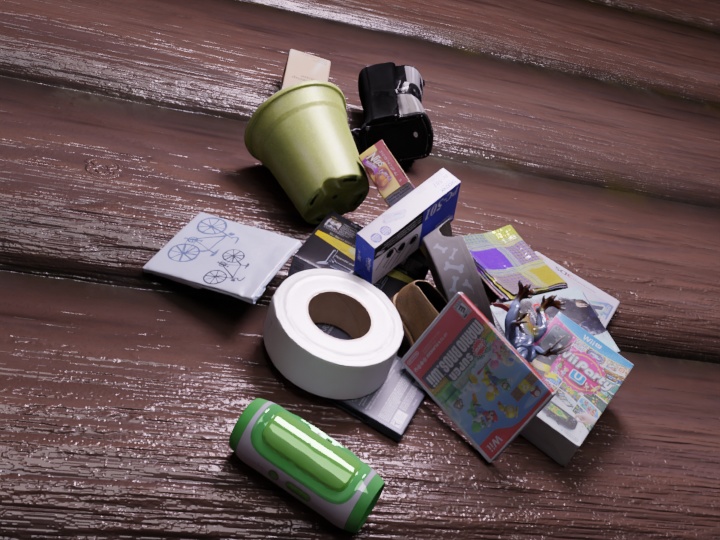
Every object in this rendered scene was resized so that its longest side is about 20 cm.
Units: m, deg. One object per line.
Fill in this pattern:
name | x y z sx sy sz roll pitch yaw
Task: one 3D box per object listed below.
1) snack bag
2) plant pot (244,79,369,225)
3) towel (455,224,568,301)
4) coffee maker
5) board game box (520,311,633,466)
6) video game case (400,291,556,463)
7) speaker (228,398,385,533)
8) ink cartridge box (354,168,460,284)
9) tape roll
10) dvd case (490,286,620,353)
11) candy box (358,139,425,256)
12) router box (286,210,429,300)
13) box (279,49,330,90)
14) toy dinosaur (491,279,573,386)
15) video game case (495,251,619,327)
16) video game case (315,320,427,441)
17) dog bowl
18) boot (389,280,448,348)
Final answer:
snack bag | -0.208 -0.022 1.516 0.196 0.022 0.189 15 34 15
plant pot | -0.078 -0.190 1.697 0.197 0.201 0.186 -10 59 -34
towel | 0.265 -0.014 1.739 0.141 0.023 0.201 -9 39 -25
coffee maker | 0.042 -0.315 1.928 0.188 0.136 0.202 9 39 -14
board game box | 0.307 0.178 1.499 0.146 0.065 0.200 35 49 15
video game case | 0.165 0.153 1.406 0.200 0.144 0.017 47 21 19
speaker | -0.069 0.247 1.245 0.198 0.089 0.088 31 39 13
ink cartridge box | 0.075 -0.070 1.547 0.044 0.095 0.199 39 60 23
tape roll | -0.040 0.089 1.429 0.198 0.072 0.205 13 39 -11
dvd case | 0.315 0.103 1.620 0.196 0.022 0.148 -11 53 -22
candy box | 0.077 -0.118 1.676 0.056 0.200 0.118 -33 49 5
router box | 0.000 0.000 1.597 0.197 0.053 0.158 28 38 8
box | -0.116 -0.347 1.935 0.093 0.079 0.202 14 38 -10
toy dinosaur | 0.251 0.115 1.469 0.104 0.200 0.184 28 65 -6
video game case | 0.348 0.060 1.718 0.180 0.022 0.200 32 39 13
video game case | -0.001 0.154 1.442 0.197 0.019 0.143 28 38 10
dog bowl | 0.153 0.022 1.543 0.058 0.202 0.202 -21 46 1
boot | 0.120 0.107 1.468 0.073 0.075 0.202 -25 78 -45
